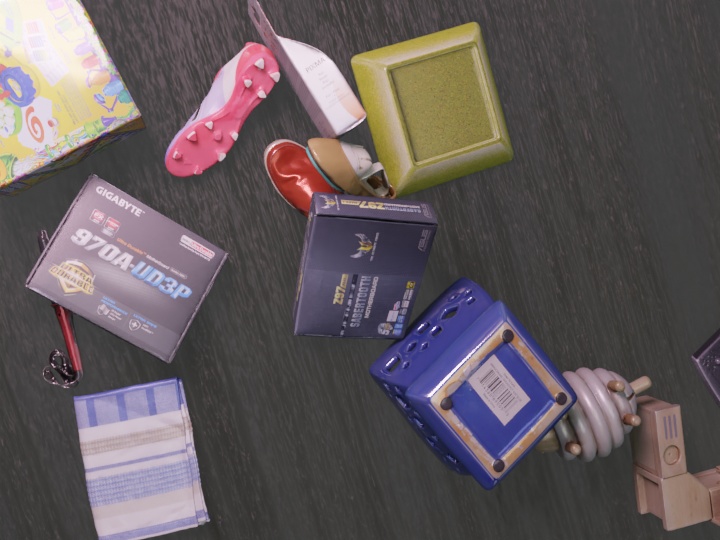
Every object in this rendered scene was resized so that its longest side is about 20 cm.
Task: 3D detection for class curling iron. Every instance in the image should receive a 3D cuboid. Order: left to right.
[{"bbox_3d":[-0.385,0.051,0.981,0.049,0.026,0.204,-8,94,-15],"label":"curling iron"}]

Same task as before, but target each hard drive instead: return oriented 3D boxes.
[{"bbox_3d":[0.603,0.171,1.203,0.135,0.042,0.201,-41,100,-8],"label":"hard drive"}]

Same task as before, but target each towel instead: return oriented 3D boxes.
[{"bbox_3d":[-0.285,0.249,1.016,0.144,0.024,0.204,-10,93,-10],"label":"towel"}]

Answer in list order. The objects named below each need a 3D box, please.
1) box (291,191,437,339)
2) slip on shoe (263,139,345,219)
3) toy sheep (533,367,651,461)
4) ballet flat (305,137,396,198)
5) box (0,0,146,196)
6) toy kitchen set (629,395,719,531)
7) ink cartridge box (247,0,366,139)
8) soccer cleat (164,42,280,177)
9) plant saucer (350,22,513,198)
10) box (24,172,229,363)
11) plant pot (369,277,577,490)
[{"bbox_3d":[0.000,0.000,1.001,0.155,0.051,0.202,5,128,-13],"label":"box"},{"bbox_3d":[-0.052,-0.092,1.033,0.074,0.061,0.201,-39,99,-6],"label":"slip on shoe"},{"bbox_3d":[0.321,0.199,1.095,0.197,0.138,0.140,-20,97,-2],"label":"toy sheep"},{"bbox_3d":[-0.006,-0.126,0.984,0.062,0.200,0.069,-30,67,10],"label":"ballet flat"},{"bbox_3d":[-0.387,-0.223,0.919,0.190,0.122,0.203,-28,99,-10],"label":"box"},{"bbox_3d":[0.523,0.274,1.129,0.196,0.163,0.184,-10,95,-12],"label":"toy kitchen set"},{"bbox_3d":[-0.070,-0.258,0.970,0.050,0.162,0.202,-30,98,-4],"label":"ink cartridge box"},{"bbox_3d":[-0.181,-0.206,1.004,0.200,0.077,0.066,-48,131,9],"label":"soccer cleat"},{"bbox_3d":[0.108,-0.224,1.070,0.196,0.048,0.204,-18,97,-11],"label":"plant saucer"},{"bbox_3d":[-0.289,0.000,0.979,0.198,0.046,0.161,31,76,-13],"label":"box"},{"bbox_3d":[0.153,0.151,1.031,0.200,0.180,0.201,-42,101,-7],"label":"plant pot"}]
